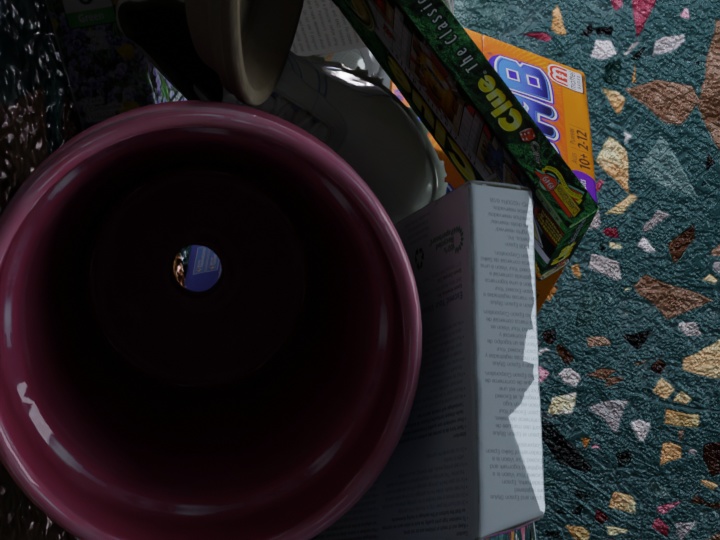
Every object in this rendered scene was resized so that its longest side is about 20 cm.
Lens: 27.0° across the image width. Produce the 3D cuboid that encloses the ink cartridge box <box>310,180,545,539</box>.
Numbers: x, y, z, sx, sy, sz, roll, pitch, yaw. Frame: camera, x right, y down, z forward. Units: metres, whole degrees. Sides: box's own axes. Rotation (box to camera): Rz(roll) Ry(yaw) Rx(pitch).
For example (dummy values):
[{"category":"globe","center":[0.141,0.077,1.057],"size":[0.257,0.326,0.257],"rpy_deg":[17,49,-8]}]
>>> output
[{"category":"ink cartridge box","center":[0.025,0.078,0.725],"size":[0.196,0.043,0.202],"rpy_deg":[154,-62,-64]}]

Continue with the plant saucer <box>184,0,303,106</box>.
[{"category":"plant saucer","center":[-0.044,-0.175,0.664],"size":[0.200,0.029,0.202],"rpy_deg":[10,90,-84]}]

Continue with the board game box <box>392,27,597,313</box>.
[{"category":"board game box","center":[0.065,-0.069,1.265],"size":[0.201,0.198,0.201],"rpy_deg":[-84,-165,-51]}]

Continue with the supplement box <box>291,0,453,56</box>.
[{"category":"supplement box","center":[-0.041,-0.206,0.982],"size":[0.074,0.198,0.127],"rpy_deg":[71,16,-49]}]

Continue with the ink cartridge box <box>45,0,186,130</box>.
[{"category":"ink cartridge box","center":[-0.141,-0.182,0.829],"size":[0.109,0.050,0.202],"rpy_deg":[-76,157,-61]}]

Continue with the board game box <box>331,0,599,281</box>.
[{"category":"board game box","center":[0.042,-0.091,0.729],"size":[0.201,0.023,0.105],"rpy_deg":[54,-6,12]}]

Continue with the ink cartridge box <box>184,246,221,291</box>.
[{"category":"ink cartridge box","center":[-0.066,0.070,0.974],"size":[0.137,0.075,0.201],"rpy_deg":[-86,163,-46]}]

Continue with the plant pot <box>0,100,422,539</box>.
[{"category":"plant pot","center":[-0.077,0.017,0.717],"size":[0.179,0.198,0.202],"rpy_deg":[-122,-158,-79]}]

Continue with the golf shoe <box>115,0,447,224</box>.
[{"category":"golf shoe","center":[-0.046,-0.081,0.765],"size":[0.199,0.078,0.097],"rpy_deg":[38,26,-2]}]

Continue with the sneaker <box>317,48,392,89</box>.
[{"category":"sneaker","center":[-0.062,-0.183,1.052],"size":[0.200,0.091,0.076],"rpy_deg":[48,-34,36]}]
